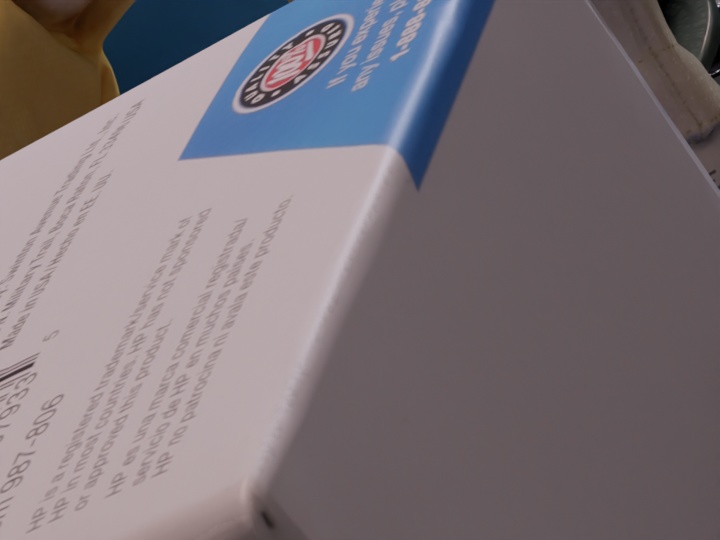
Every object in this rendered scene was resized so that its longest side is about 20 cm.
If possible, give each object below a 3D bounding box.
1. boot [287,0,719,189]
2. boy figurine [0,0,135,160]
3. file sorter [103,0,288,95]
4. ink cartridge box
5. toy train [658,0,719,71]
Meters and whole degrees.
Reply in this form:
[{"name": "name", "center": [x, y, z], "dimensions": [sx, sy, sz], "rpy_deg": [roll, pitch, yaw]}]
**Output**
[{"name": "boot", "center": [0.005, -0.046, 0.634], "dimensions": [0.072, 0.155, 0.200], "rpy_deg": [-31, 11, -29]}, {"name": "boy figurine", "center": [-0.077, -0.012, 0.618], "dimensions": [0.064, 0.124, 0.201], "rpy_deg": [-2, 66, 35]}, {"name": "file sorter", "center": [-0.108, -0.057, 0.753], "dimensions": [0.199, 0.123, 0.139], "rpy_deg": [-24, -30, -30]}, {"name": "ink cartridge box", "center": [-0.051, 0.050, 0.416], "dimensions": [0.199, 0.084, 0.145], "rpy_deg": [-25, 24, 30]}, {"name": "toy train", "center": [0.057, -0.120, 0.892], "dimensions": [0.114, 0.085, 0.201], "rpy_deg": [-9, 58, 45]}]
